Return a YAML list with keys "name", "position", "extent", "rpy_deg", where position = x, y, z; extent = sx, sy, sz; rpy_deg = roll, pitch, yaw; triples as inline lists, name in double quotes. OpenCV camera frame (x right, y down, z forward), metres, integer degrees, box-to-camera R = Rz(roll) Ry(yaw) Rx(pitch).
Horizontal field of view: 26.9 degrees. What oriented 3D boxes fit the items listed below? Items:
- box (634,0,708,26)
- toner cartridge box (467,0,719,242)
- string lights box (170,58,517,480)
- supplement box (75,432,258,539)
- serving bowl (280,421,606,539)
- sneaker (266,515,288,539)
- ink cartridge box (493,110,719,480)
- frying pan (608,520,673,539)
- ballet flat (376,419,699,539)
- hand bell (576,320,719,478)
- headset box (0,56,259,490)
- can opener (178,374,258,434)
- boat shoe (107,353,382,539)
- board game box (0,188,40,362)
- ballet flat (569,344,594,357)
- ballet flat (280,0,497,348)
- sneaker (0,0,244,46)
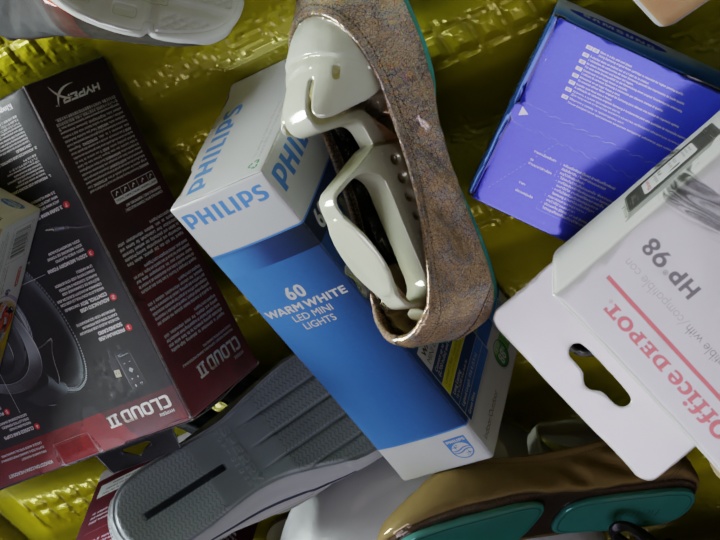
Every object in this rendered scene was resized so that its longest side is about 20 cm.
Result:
- name: "box"
  position: [0.140, -0.213, 0.523]
  extent: [0.152, 0.106, 0.200]
  rpy_deg: [40, 129, -21]
- name: "toner cartridge box"
  position: [0.159, -0.038, 0.685]
  extent: [0.200, 0.043, 0.095]
  rpy_deg: [26, 113, 1]
- name: "string lights box"
  position: [0.000, 0.000, 0.752]
  extent: [0.059, 0.103, 0.200]
  rpy_deg: [-20, 124, 32]
- name: "supplement box"
  position: [-0.129, 0.195, 0.894]
  extent: [0.109, 0.200, 0.061]
  rpy_deg: [-27, 120, 33]
- name: "serving bowl"
  position: [0.051, 0.185, 0.857]
  extent: [0.200, 0.066, 0.200]
  rpy_deg: [-1, 97, -4]
- name: "sneaker"
  position: [0.021, 0.189, 0.924]
  extent: [0.200, 0.090, 0.067]
  rpy_deg: [-15, 125, 26]
- name: "ink cartridge box"
  position: [0.162, 0.005, 0.633]
  extent: [0.200, 0.067, 0.116]
  rpy_deg: [-42, 97, 16]
- name: "frying pan"
  position: [0.178, 0.183, 0.885]
  extent: [0.190, 0.031, 0.115]
  rpy_deg: [20, 133, -31]
- name: "ballet flat"
  position: [0.089, 0.115, 0.808]
  extent: [0.200, 0.063, 0.069]
  rpy_deg: [-3, 144, -29]
- name: "hand bell"
  position: [0.173, 0.067, 0.738]
  extent: [0.104, 0.104, 0.200]
  rpy_deg: [-31, 130, 34]
- name: "headset box"
  position: [-0.159, 0.014, 0.777]
  extent: [0.149, 0.077, 0.200]
  rpy_deg: [-22, 99, 30]
- name: "can opener"
  position: [-0.090, 0.076, 0.885]
  extent: [0.200, 0.079, 0.063]
  rpy_deg: [23, 94, -10]
- name: "boat shoe"
  position: [-0.051, 0.097, 0.839]
  extent: [0.200, 0.074, 0.067]
  rpy_deg: [-24, 167, -15]
- name: "board game box"
  position: [-0.246, 0.029, 0.758]
  extent: [0.134, 0.034, 0.200]
  rpy_deg: [27, 117, 13]
- name: "ballet flat"
  position: [0.195, 0.014, 0.744]
  extent: [0.200, 0.057, 0.067]
  rpy_deg: [-11, 124, 23]
- name: "ballet flat"
  position: [0.004, -0.057, 0.673]
  extent: [0.068, 0.067, 0.200]
  rpy_deg: [-13, 101, 55]
- name: "sneaker"
  position: [-0.150, -0.142, 0.703]
  extent: [0.200, 0.077, 0.082]
  rpy_deg: [16, 160, 1]
